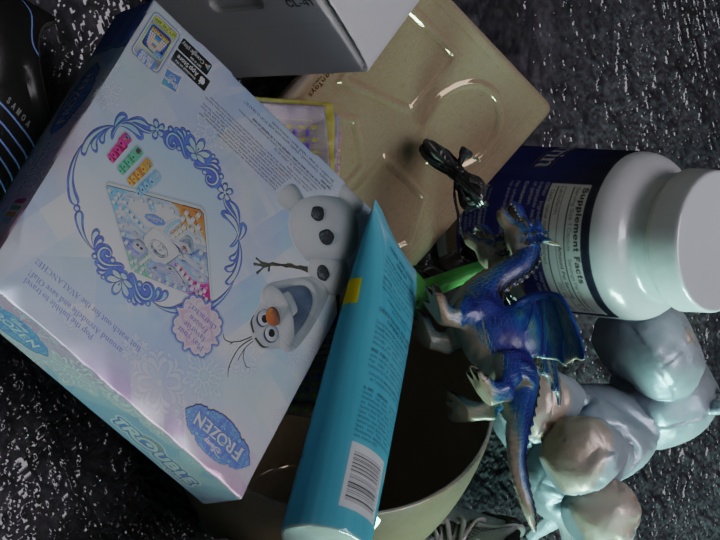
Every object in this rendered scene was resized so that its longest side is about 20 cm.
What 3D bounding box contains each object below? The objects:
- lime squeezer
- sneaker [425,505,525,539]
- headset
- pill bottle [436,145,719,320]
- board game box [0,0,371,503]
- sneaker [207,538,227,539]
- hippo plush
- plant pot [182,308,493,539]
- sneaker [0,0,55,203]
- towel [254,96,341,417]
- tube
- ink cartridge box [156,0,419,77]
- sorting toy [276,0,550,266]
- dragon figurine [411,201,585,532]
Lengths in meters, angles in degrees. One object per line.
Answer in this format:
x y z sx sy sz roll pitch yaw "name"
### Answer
0.000 0.000 1.518 0.038 0.199 0.071 100 -6 -51 "lime squeezer"
0.045 0.175 1.641 0.200 0.115 0.075 10 86 -50 "sneaker"
0.050 0.009 1.632 0.123 0.094 0.200 -23 147 -31 "headset"
0.160 -0.025 1.689 0.115 0.199 0.116 -7 100 -49 "pill bottle"
-0.102 -0.009 1.376 0.200 0.043 0.199 43 57 -25 "board game box"
-0.094 0.199 1.438 0.082 0.199 0.088 93 18 -49 "sneaker"
0.189 0.111 1.723 0.160 0.159 0.201 -31 123 -12 "hippo plush"
-0.027 0.115 1.520 0.200 0.200 0.135 -40 154 -39 "plant pot"
-0.208 -0.057 1.358 0.078 0.070 0.201 9 86 -42 "sneaker"
-0.076 -0.015 1.463 0.143 0.023 0.201 7 66 -19 "towel"
0.001 0.065 1.410 0.078 0.050 0.201 65 34 -56 "tube"
-0.014 -0.213 1.505 0.086 0.147 0.200 53 57 -31 "ink cartridge box"
0.014 -0.086 1.597 0.185 0.036 0.200 -49 137 0 "sorting toy"
0.096 0.048 1.464 0.099 0.201 0.059 -14 150 -24 "dragon figurine"
